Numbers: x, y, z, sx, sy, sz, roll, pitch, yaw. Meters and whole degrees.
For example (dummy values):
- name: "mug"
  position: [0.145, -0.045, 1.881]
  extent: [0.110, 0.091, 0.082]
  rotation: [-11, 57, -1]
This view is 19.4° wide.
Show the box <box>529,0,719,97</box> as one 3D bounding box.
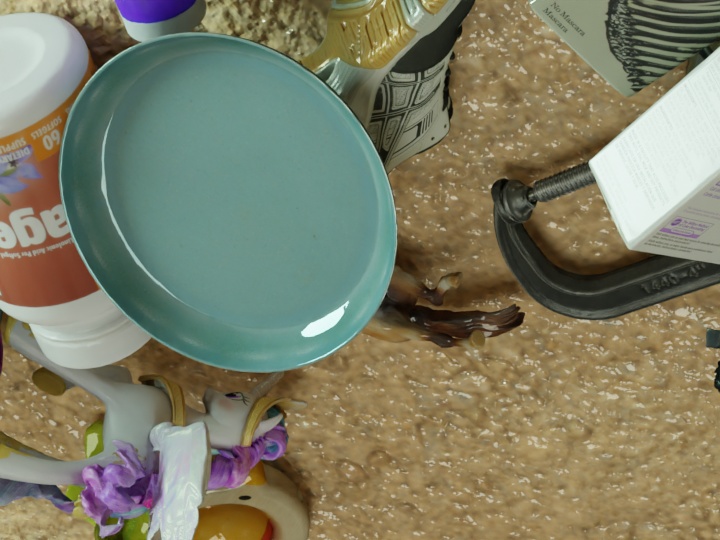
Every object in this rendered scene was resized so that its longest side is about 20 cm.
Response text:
- name: "box"
  position: [0.181, -0.174, 1.027]
  extent: [0.082, 0.069, 0.200]
  rotation: [38, 132, -20]

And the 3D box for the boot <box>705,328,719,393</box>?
- name: "boot"
  position: [0.296, 0.042, 1.105]
  extent: [0.197, 0.074, 0.163]
  rotation: [21, 129, -13]

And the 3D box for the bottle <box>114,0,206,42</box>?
- name: "bottle"
  position: [-0.127, -0.212, 1.091]
  extent: [0.083, 0.066, 0.201]
  rotation: [-1, 132, 19]

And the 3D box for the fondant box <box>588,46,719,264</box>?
- name: "fondant box"
  position: [0.233, -0.081, 1.043]
  extent: [0.144, 0.059, 0.200]
  rotation: [7, 142, -44]

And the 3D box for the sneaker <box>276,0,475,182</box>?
- name: "sneaker"
  position: [0.023, -0.114, 1.147]
  extent: [0.087, 0.076, 0.200]
  rotation: [13, 137, -30]

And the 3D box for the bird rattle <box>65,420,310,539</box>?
- name: "bird rattle"
  position: [-0.112, 0.193, 1.455]
  extent: [0.162, 0.113, 0.201]
  rotation: [-20, 128, 12]

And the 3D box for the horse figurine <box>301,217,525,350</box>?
- name: "horse figurine"
  position: [0.000, 0.000, 1.246]
  extent: [0.199, 0.050, 0.132]
  rotation: [32, 165, -26]

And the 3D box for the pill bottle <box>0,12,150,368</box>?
- name: "pill bottle"
  position: [-0.184, -0.042, 1.239]
  extent: [0.111, 0.113, 0.201]
  rotation: [-2, 132, 20]

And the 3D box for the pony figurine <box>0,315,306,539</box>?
- name: "pony figurine"
  position: [-0.142, 0.122, 1.314]
  extent: [0.198, 0.194, 0.167]
  rotation: [14, 142, -4]

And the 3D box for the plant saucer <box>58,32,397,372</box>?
- name: "plant saucer"
  position: [-0.070, -0.039, 1.146]
  extent: [0.199, 0.027, 0.202]
  rotation: [10, 120, 17]

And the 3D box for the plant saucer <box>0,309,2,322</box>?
- name: "plant saucer"
  position: [-0.245, 0.078, 1.317]
  extent: [0.019, 0.202, 0.070]
  rotation: [10, 177, -3]

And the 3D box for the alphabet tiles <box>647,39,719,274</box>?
- name: "alphabet tiles"
  position: [0.254, -0.062, 1.155]
  extent: [0.166, 0.008, 0.201]
  rotation: [11, 135, 7]

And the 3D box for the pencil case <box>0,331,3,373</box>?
- name: "pencil case"
  position: [-0.340, 0.063, 1.403]
  extent: [0.199, 0.093, 0.085]
  rotation: [-12, 138, 29]

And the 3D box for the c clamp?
- name: "c clamp"
  position: [0.153, -0.045, 1.185]
  extent: [0.199, 0.027, 0.171]
  rotation: [-26, 126, 33]
